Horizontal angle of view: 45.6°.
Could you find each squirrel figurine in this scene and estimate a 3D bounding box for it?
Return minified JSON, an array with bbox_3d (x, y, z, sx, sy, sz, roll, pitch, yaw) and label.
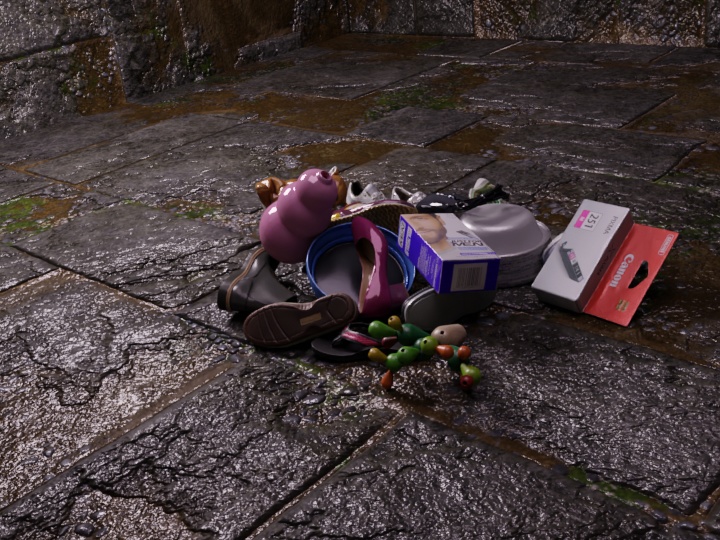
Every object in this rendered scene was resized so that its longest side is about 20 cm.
[{"bbox_3d":[-0.122,-0.162,1.869,0.184,0.144,0.200,-21,16,-2],"label":"squirrel figurine"}]

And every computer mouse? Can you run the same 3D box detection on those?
[{"bbox_3d":[0.188,-0.138,1.649,0.139,0.047,0.199,-20,6,-28],"label":"computer mouse"}]

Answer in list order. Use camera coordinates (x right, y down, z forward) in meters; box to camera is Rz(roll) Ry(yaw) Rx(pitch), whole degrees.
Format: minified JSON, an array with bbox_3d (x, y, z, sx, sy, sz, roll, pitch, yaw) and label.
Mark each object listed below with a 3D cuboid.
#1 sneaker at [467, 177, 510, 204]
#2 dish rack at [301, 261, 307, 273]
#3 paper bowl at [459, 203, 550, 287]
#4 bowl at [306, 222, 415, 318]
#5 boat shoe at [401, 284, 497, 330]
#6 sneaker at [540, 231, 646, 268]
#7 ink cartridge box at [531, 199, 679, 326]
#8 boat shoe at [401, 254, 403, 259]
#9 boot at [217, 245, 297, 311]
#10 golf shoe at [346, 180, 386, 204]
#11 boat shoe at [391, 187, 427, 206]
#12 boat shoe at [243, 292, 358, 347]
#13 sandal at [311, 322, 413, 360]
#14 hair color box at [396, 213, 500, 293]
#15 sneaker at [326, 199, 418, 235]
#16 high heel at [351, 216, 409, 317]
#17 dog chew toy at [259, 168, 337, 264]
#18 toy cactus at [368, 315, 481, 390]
[{"bbox_3d":[0.275,-0.141,1.824,0.087,0.078,0.201,10,31,16],"label":"sneaker"},{"bbox_3d":[-0.019,-0.021,1.662,0.151,0.056,0.200,3,28,24],"label":"dish rack"},{"bbox_3d":[0.256,-0.056,1.603,0.196,0.106,0.201,-6,23,3],"label":"paper bowl"},{"bbox_3d":[0.000,0.000,1.535,0.196,0.040,0.203,4,49,-5],"label":"bowl"},{"bbox_3d":[0.141,0.049,1.450,0.197,0.077,0.060,-9,22,-35],"label":"boat shoe"},{"bbox_3d":[0.421,-0.027,1.529,0.196,0.079,0.087,-11,28,-8],"label":"sneaker"},{"bbox_3d":[0.409,-0.017,1.439,0.172,0.044,0.201,18,66,44],"label":"ink cartridge box"},{"bbox_3d":[0.119,-0.052,1.677,0.066,0.073,0.200,-3,18,13],"label":"boat shoe"},{"bbox_3d":[-0.159,0.029,1.589,0.136,0.079,0.201,12,36,18],"label":"boot"},{"bbox_3d":[0.031,-0.134,1.839,0.077,0.099,0.199,-22,30,-34],"label":"golf shoe"},{"bbox_3d":[0.124,-0.133,1.841,0.070,0.071,0.199,-19,28,-30],"label":"boat shoe"},{"bbox_3d":[-0.096,0.091,1.444,0.198,0.076,0.075,-10,-14,15],"label":"boat shoe"},{"bbox_3d":[0.017,0.109,1.379,0.196,0.046,0.075,-1,26,12],"label":"sandal"},{"bbox_3d":[0.146,-0.033,1.465,0.107,0.066,0.200,-2,24,-19],"label":"hair color box"},{"bbox_3d":[0.017,-0.106,1.659,0.196,0.076,0.091,-10,28,13],"label":"sneaker"},{"bbox_3d":[0.006,-0.011,1.468,0.095,0.068,0.202,-9,53,-31],"label":"high heel"},{"bbox_3d":[-0.107,-0.106,1.579,0.123,0.201,0.126,21,41,-20],"label":"dog chew toy"},{"bbox_3d":[0.110,0.124,1.288,0.197,0.104,0.164,12,17,35],"label":"toy cactus"}]
